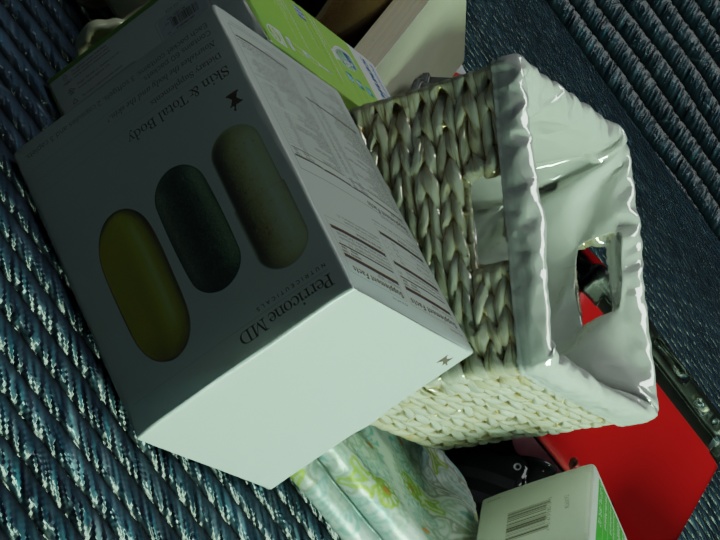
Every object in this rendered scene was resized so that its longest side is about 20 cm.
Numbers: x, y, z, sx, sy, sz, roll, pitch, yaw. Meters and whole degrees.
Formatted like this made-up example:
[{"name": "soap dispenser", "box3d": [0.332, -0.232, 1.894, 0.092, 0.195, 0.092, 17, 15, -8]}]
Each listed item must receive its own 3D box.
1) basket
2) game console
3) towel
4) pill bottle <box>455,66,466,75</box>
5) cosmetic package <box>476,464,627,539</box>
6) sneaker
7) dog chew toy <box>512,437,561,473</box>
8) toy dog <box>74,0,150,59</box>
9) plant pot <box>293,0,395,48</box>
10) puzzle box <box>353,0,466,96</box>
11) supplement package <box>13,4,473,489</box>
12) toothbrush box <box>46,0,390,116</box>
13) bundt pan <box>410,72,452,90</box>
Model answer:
[{"name": "basket", "box3d": [0.075, -0.002, 1.434, 0.200, 0.161, 0.198, 25, 57, -60]}, {"name": "game console", "box3d": [0.173, 0.087, 1.683, 0.200, 0.119, 0.172, 50, 1, -30]}, {"name": "towel", "box3d": [0.008, 0.119, 1.468, 0.200, 0.048, 0.171, 51, 15, -16]}, {"name": "pill bottle", "box3d": [0.065, -0.107, 1.997, 0.116, 0.116, 0.200, 44, 18, -36]}, {"name": "cosmetic package", "box3d": [0.146, 0.241, 1.477, 0.108, 0.085, 0.200, -76, 142, -65]}, {"name": "sneaker", "box3d": [0.099, 0.162, 1.590, 0.072, 0.083, 0.200, 37, 23, -48]}, {"name": "dog chew toy", "box3d": [0.128, 0.104, 1.749, 0.200, 0.125, 0.125, 21, 37, -52]}, {"name": "toy dog", "box3d": [-0.122, -0.209, 1.596, 0.194, 0.140, 0.200, 34, 21, -42]}, {"name": "plant pot", "box3d": [-0.020, -0.240, 1.736, 0.200, 0.186, 0.186, 3, 52, -53]}, {"name": "puzzle box", "box3d": [0.017, -0.134, 1.712, 0.025, 0.200, 0.133, 29, -28, 17]}, {"name": "supplement package", "box3d": [-0.067, -0.010, 1.309, 0.151, 0.152, 0.200, 30, 29, -58]}, {"name": "toothbrush box", "box3d": [-0.078, -0.098, 1.477, 0.200, 0.146, 0.086, 31, 27, -55]}, {"name": "bundt pan", "box3d": [0.091, -0.052, 1.723, 0.202, 0.076, 0.202, -6, 90, -76]}]
